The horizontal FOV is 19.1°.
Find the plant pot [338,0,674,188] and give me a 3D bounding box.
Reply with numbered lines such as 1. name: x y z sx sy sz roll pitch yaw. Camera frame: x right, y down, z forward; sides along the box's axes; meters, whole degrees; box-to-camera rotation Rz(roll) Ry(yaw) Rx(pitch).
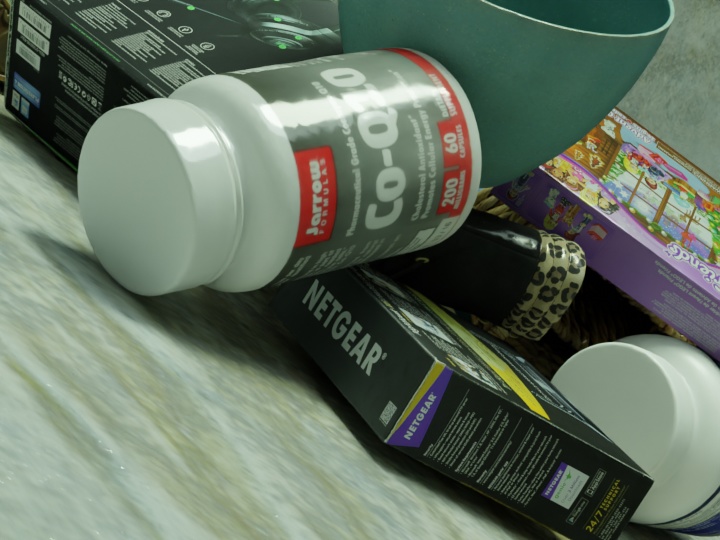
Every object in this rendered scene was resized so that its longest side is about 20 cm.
1. plant pot: 0.069 -0.130 1.270 0.199 0.135 0.201 16 28 -9

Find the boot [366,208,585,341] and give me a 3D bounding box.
1. boot: 0.043 -0.003 1.344 0.150 0.074 0.200 20 -20 -12

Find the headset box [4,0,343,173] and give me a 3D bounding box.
1. headset box: -0.096 -0.124 1.358 0.199 0.093 0.174 -19 43 -38

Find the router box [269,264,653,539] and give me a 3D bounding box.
1. router box: 0.052 0.066 1.190 0.157 0.052 0.200 29 7 -27

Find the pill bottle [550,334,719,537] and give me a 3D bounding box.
1. pill bottle: 0.194 0.105 1.372 0.119 0.120 0.200 36 7 29

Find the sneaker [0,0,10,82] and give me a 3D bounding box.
1. sneaker: -0.263 -0.170 1.466 0.200 0.067 0.090 27 0 -41

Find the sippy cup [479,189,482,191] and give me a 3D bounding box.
1. sippy cup: 0.039 -0.093 1.613 0.130 0.140 0.178 43 10 -24

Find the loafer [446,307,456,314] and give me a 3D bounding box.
1. loafer: 0.000 0.000 1.464 0.200 0.067 0.076 50 1 7

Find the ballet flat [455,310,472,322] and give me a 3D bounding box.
1. ballet flat: 0.055 -0.018 1.523 0.070 0.065 0.201 -9 -62 49

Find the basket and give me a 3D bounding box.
1. basket: 0.175 0.024 1.485 0.200 0.142 0.150 41 30 -39

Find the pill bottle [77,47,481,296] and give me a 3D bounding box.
1. pill bottle: -0.041 -0.051 1.129 0.199 0.115 0.114 -14 40 -42

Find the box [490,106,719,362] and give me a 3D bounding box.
1. box: 0.189 -0.033 1.384 0.199 0.039 0.137 36 34 -1
